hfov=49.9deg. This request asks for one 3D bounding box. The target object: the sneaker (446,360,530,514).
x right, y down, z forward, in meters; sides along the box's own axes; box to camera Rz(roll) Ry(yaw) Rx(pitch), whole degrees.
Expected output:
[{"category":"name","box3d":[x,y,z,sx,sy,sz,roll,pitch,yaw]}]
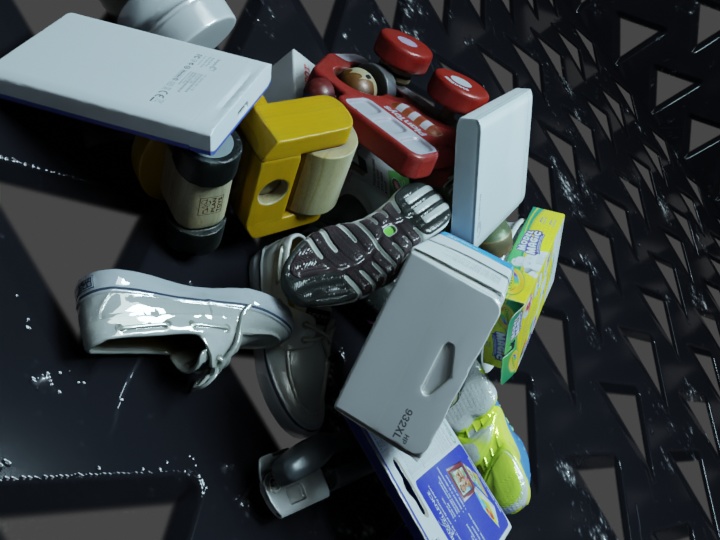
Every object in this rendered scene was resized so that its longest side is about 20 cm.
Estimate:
[{"category":"sneaker","box3d":[0.149,0.194,0.938,0.105,0.075,0.203,32,38,-64]}]

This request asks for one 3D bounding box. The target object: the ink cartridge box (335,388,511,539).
[{"category":"ink cartridge box","box3d":[0.054,0.191,0.723,0.199,0.047,0.199,59,21,12]}]

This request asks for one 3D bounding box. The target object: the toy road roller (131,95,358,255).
[{"category":"toy road roller","box3d":[-0.116,-0.119,0.729,0.197,0.124,0.147,-15,58,-31]}]

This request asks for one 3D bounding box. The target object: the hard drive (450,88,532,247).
[{"category":"hard drive","box3d":[0.143,-0.113,0.825,0.200,0.026,0.134,-37,132,-57]}]

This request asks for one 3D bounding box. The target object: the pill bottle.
[{"category":"pill bottle","box3d":[-0.220,-0.309,0.775,0.201,0.113,0.114,55,33,-7]}]

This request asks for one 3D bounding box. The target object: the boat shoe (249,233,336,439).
[{"category":"boat shoe","box3d":[-0.058,0.056,0.746,0.070,0.069,0.203,22,48,-44]}]

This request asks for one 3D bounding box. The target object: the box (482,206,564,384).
[{"category":"box","box3d":[0.194,0.030,0.936,0.201,0.048,0.119,-57,154,-43]}]

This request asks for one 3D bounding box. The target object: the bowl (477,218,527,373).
[{"category":"bowl","box3d":[0.149,0.023,1.002,0.201,0.089,0.204,-48,146,-49]}]

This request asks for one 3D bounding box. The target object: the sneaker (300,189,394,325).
[{"category":"sneaker","box3d":[-0.008,0.022,0.857,0.099,0.070,0.203,-31,105,-36]}]

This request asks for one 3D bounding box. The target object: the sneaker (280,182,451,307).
[{"category":"sneaker","box3d":[0.000,0.000,0.754,0.198,0.116,0.076,-29,73,-31]}]

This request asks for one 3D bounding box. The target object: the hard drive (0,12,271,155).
[{"category":"hard drive","box3d":[-0.191,-0.163,0.660,0.197,0.026,0.133,16,42,8]}]

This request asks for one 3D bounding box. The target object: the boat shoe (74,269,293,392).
[{"category":"boat shoe","box3d":[-0.134,0.060,0.636,0.200,0.074,0.087,16,51,-44]}]

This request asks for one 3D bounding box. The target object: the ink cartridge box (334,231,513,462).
[{"category":"ink cartridge box","box3d":[0.064,0.053,0.674,0.083,0.147,0.200,28,12,9]}]

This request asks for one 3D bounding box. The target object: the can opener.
[{"category":"can opener","box3d":[-0.016,0.172,0.713,0.199,0.066,0.054,-4,67,-55]}]

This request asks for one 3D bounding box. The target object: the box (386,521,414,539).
[{"category":"box","box3d":[0.094,0.319,0.700,0.199,0.033,0.121,36,27,20]}]

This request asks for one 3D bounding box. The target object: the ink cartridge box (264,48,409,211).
[{"category":"ink cartridge box","box3d":[-0.035,-0.141,0.921,0.199,0.083,0.147,30,42,-38]}]

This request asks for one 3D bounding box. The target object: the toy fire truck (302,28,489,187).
[{"category":"toy fire truck","box3d":[0.027,-0.171,0.813,0.200,0.113,0.167,41,32,21]}]

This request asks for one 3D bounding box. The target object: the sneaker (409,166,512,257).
[{"category":"sneaker","box3d":[0.110,-0.099,0.937,0.201,0.066,0.091,50,-18,46]}]

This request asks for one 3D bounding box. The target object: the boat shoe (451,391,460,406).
[{"category":"boat shoe","box3d":[0.078,0.068,0.923,0.065,0.072,0.203,2,59,-47]}]
